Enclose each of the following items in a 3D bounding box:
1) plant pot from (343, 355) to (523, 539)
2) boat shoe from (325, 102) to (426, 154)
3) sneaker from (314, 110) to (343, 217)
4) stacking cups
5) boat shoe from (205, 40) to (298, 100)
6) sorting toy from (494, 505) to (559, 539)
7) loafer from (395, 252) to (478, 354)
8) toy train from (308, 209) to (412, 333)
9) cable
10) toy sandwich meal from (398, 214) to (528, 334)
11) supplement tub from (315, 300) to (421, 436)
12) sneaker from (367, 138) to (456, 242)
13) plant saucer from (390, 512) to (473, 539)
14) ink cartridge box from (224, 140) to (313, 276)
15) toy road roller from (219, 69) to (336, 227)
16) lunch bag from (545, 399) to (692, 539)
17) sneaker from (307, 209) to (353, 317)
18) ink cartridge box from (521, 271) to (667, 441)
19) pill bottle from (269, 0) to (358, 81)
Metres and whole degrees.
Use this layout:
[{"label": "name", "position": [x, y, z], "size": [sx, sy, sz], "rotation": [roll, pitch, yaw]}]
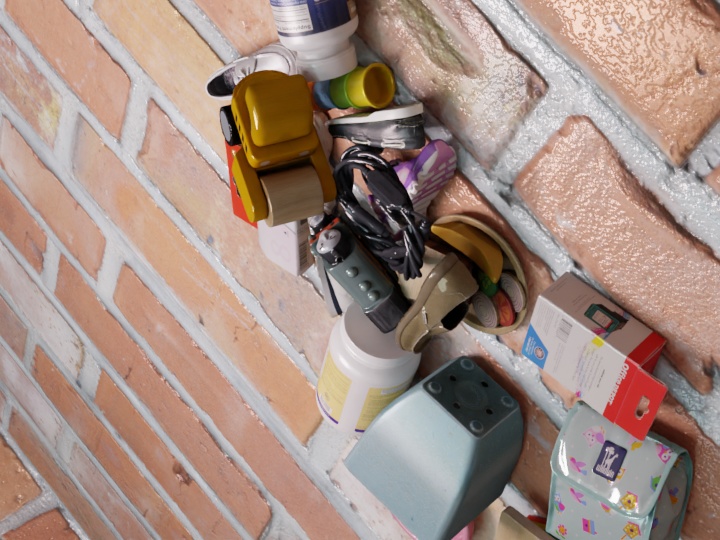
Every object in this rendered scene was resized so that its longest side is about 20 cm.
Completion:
[{"label": "plant pot", "position": [0.129, 0.246, 1.731], "size": [0.196, 0.195, 0.201], "rotation": [42, 132, 20]}, {"label": "boat shoe", "position": [0.018, -0.186, 1.594], "size": [0.199, 0.075, 0.061], "rotation": [5, 109, 61]}, {"label": "sneaker", "position": [-0.082, -0.139, 1.758], "size": [0.076, 0.085, 0.202], "rotation": [15, 128, 43]}, {"label": "stacking cups", "position": [-0.034, -0.251, 1.643], "size": [0.199, 0.060, 0.061], "rotation": [4, 121, 53]}, {"label": "boat shoe", "position": [-0.161, -0.292, 1.745], "size": [0.198, 0.068, 0.073], "rotation": [3, 120, 46]}, {"label": "sorting toy", "position": [0.298, 0.467, 1.794], "size": [0.198, 0.069, 0.202], "rotation": [35, 140, 28]}, {"label": "loafer", "position": [0.103, 0.059, 1.591], "size": [0.067, 0.076, 0.201], "rotation": [40, 146, 14]}, {"label": "toy train", "position": [0.000, 0.000, 1.686], "size": [0.200, 0.085, 0.114], "rotation": [49, -171, -31]}, {"label": "cable", "position": [0.029, -0.079, 1.582], "size": [0.200, 0.050, 0.164], "rotation": [44, 157, 35]}, {"label": "toy sandwich meal", "position": [0.141, 0.012, 1.622], "size": [0.204, 0.070, 0.207], "rotation": [30, 137, 32]}, {"label": "supplement tub", "position": [0.014, 0.146, 1.815], "size": [0.145, 0.145, 0.201], "rotation": [41, 142, 20]}, {"label": "sneaker", "position": [0.062, -0.122, 1.612], "size": [0.089, 0.080, 0.201], "rotation": [54, 147, 16]}, {"label": "plant saucer", "position": [0.116, 0.379, 1.960], "size": [0.199, 0.051, 0.203], "rotation": [30, 138, 31]}, {"label": "ink cartridge box", "position": [-0.161, -0.103, 1.912], "size": [0.198, 0.057, 0.164], "rotation": [27, 137, 29]}, {"label": "toy road roller", "position": [-0.109, -0.174, 1.580], "size": [0.146, 0.121, 0.203], "rotation": [125, 128, -69]}, {"label": "lunch bag", "position": [0.342, 0.286, 1.558], "size": [0.169, 0.121, 0.203], "rotation": [26, 127, 39]}, {"label": "sneaker", "position": [-0.029, -0.018, 1.782], "size": [0.077, 0.079, 0.202], "rotation": [-97, -7, -47]}, {"label": "ink cartridge box", "position": [0.310, 0.110, 1.499], "size": [0.199, 0.067, 0.117], "rotation": [38, 142, 25]}, {"label": "pill bottle", "position": [-0.064, -0.358, 1.542], "size": [0.110, 0.111, 0.202], "rotation": [13, 127, 44]}]
